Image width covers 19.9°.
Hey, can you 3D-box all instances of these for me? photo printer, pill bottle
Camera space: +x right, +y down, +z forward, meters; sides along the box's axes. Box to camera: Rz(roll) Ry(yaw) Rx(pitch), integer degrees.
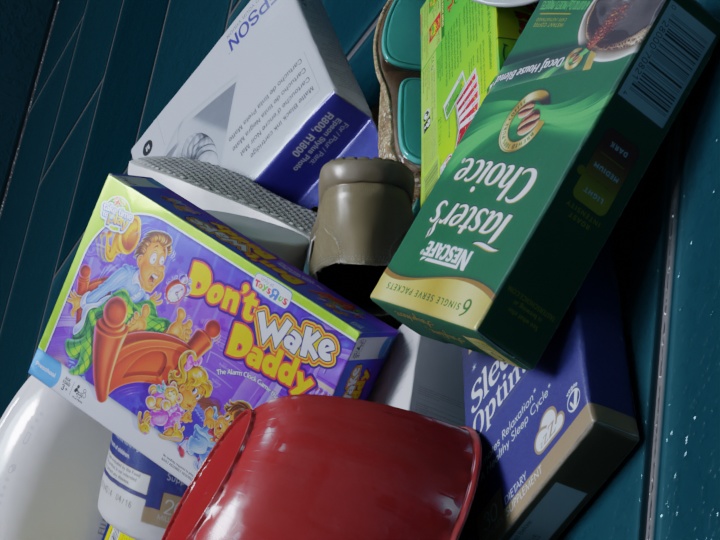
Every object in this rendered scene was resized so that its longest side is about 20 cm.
[{"bbox_3d":[-0.178,0.170,1.473,0.168,0.198,0.069,-69,17,1],"label":"photo printer"},{"bbox_3d":[-0.093,0.069,1.292,0.111,0.110,0.202,-139,61,-72],"label":"pill bottle"}]

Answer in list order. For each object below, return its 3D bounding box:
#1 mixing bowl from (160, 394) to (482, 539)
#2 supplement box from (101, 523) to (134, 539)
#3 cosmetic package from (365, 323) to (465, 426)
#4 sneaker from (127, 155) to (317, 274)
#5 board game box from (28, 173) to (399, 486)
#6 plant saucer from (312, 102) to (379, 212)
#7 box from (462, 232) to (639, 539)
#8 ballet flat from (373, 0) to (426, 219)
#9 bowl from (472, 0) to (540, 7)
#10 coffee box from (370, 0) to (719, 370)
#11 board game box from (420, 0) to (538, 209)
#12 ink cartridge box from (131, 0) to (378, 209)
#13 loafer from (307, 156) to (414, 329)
[{"bbox_3d":[-0.037,0.140,1.040,0.201,0.108,0.200,-57,9,14],"label":"mixing bowl"},{"bbox_3d":[-0.111,0.224,1.355,0.200,0.108,0.110,-138,69,-72],"label":"supplement box"},{"bbox_3d":[0.009,0.107,1.206,0.200,0.050,0.083,130,154,-51],"label":"cosmetic package"},{"bbox_3d":[-0.087,-0.015,1.386,0.199,0.074,0.083,26,108,32],"label":"sneaker"},{"bbox_3d":[-0.090,0.048,1.199,0.199,0.045,0.136,31,104,27],"label":"board game box"},{"bbox_3d":[-0.010,-0.027,1.454,0.200,0.032,0.202,-160,90,-74],"label":"plant saucer"},{"bbox_3d":[0.092,0.045,1.048,0.201,0.032,0.122,-88,24,-48],"label":"box"},{"bbox_3d":[0.036,-0.112,1.348,0.066,0.070,0.201,106,174,-45],"label":"ballet flat"},{"bbox_3d":[0.102,-0.259,1.188,0.200,0.090,0.203,21,119,44],"label":"bowl"},{"bbox_3d":[0.092,-0.053,1.036,0.201,0.044,0.123,-60,26,-6],"label":"coffee box"},{"bbox_3d":[0.079,-0.125,1.251,0.102,0.047,0.201,-55,23,40],"label":"board game box"},{"bbox_3d":[-0.077,-0.082,1.460,0.200,0.040,0.201,-48,43,25],"label":"ink cartridge box"},{"bbox_3d":[0.000,0.000,1.231,0.200,0.075,0.068,78,-162,-65],"label":"loafer"}]
